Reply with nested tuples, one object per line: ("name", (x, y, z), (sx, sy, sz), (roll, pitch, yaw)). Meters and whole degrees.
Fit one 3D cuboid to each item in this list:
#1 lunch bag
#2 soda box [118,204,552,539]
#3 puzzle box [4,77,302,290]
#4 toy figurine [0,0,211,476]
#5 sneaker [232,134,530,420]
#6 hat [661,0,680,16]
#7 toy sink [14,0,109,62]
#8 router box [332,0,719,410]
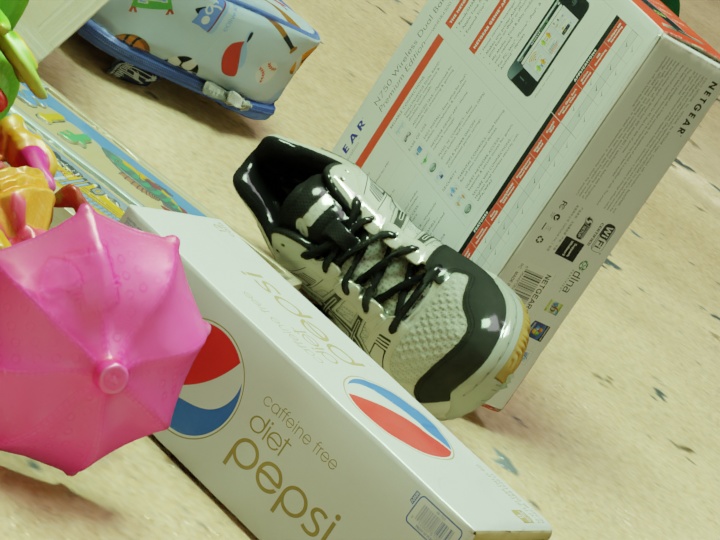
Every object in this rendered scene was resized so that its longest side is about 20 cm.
("lunch bag", (-0.117, -0.161, 1.494), (0.160, 0.076, 0.200), (23, 18, -45))
("soda box", (-0.024, 0.060, 1.024), (0.200, 0.064, 0.068), (43, 17, 26))
("puzzle box", (-0.128, -0.038, 1.178), (0.200, 0.025, 0.133), (38, 16, 10))
("toy figurine", (-0.128, -0.007, 0.962), (0.184, 0.150, 0.200), (54, -4, 17))
("sneaker", (0.000, 0.000, 1.226), (0.088, 0.076, 0.200), (39, -1, -36))
("hat", (0.260, -0.263, 2.408), (0.165, 0.176, 0.200), (16, 23, -50))
("toy sink", (-0.185, -0.210, 1.284), (0.200, 0.112, 0.130), (48, -2, -10))
("router box", (0.070, -0.064, 1.312), (0.049, 0.200, 0.180), (23, 19, -33))
